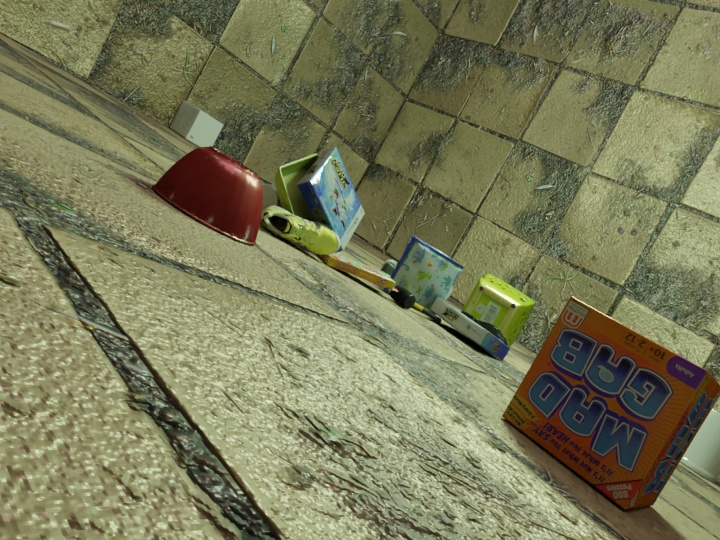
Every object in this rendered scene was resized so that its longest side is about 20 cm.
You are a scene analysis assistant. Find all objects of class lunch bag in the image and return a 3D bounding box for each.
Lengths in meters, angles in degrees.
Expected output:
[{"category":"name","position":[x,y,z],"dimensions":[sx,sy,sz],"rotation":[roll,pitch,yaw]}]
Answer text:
[{"category":"lunch bag","position":[0.164,0.011,1.686],"dimensions":[0.198,0.172,0.127],"rotation":[23,8,-48]}]

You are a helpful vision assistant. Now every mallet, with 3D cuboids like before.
[{"category":"mallet","position":[0.158,0.100,1.568],"dimensions":[0.199,0.042,0.066],"rotation":[33,1,-37]}]

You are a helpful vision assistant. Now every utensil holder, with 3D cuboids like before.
[{"category":"utensil holder","position":[1.148,0.567,2.020],"dimensions":[0.168,0.203,0.170],"rotation":[30,5,-3]}]

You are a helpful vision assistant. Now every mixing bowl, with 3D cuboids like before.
[{"category":"mixing bowl","position":[-0.243,-0.142,1.045],"dimensions":[0.197,0.110,0.200],"rotation":[30,4,-2]}]

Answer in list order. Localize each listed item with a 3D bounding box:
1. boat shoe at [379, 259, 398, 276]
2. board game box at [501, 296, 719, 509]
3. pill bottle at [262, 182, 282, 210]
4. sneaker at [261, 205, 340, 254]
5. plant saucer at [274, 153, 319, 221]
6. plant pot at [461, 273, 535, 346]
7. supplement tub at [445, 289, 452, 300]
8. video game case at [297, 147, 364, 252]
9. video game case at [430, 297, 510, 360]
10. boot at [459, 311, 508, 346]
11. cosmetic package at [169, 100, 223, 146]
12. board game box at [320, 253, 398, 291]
[{"category":"boat shoe","position":[0.101,-0.001,2.043],"dimensions":[0.073,0.069,0.199],"rotation":[32,4,14]},{"category":"board game box","position":[0.367,0.192,0.881],"dimensions":[0.199,0.203,0.199],"rotation":[33,5,38]},{"category":"pill bottle","position":[-0.192,-0.171,1.600],"dimensions":[0.110,0.112,0.199],"rotation":[32,14,25]},{"category":"sneaker","position":[-0.141,-0.084,1.396],"dimensions":[0.196,0.077,0.076],"rotation":[21,12,-1]},{"category":"plant saucer","position":[-0.142,-0.174,1.526],"dimensions":[0.047,0.204,0.200],"rotation":[-9,15,28]},{"category":"plant pot","position":[0.445,0.141,2.028],"dimensions":[0.197,0.203,0.181],"rotation":[33,11,21]},{"category":"supplement tub","position":[0.255,0.041,2.266],"dimensions":[0.121,0.124,0.200],"rotation":[29,5,-20]},{"category":"video game case","position":[-0.069,-0.180,1.551],"dimensions":[0.203,0.045,0.182],"rotation":[65,31,-28]},{"category":"video game case","position":[0.303,0.163,1.672],"dimensions":[0.180,0.046,0.199],"rotation":[34,0,36]},{"category":"boot","position":[0.384,0.197,1.845],"dimensions":[0.199,0.068,0.130],"rotation":[37,1,39]},{"category":"cosmetic package","position":[-0.868,-0.763,3.213],"dimensions":[0.199,0.169,0.165],"rotation":[35,6,39]},{"category":"board game box","position":[0.000,0.000,1.496],"dimensions":[0.197,0.030,0.096],"rotation":[24,7,-19]}]
